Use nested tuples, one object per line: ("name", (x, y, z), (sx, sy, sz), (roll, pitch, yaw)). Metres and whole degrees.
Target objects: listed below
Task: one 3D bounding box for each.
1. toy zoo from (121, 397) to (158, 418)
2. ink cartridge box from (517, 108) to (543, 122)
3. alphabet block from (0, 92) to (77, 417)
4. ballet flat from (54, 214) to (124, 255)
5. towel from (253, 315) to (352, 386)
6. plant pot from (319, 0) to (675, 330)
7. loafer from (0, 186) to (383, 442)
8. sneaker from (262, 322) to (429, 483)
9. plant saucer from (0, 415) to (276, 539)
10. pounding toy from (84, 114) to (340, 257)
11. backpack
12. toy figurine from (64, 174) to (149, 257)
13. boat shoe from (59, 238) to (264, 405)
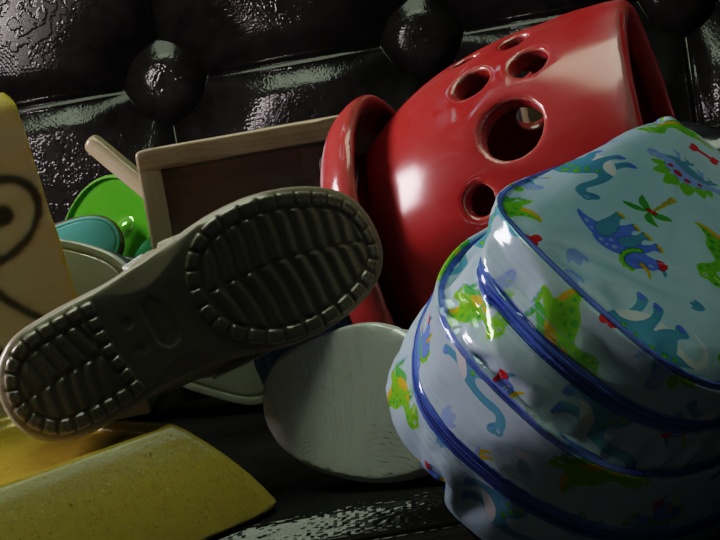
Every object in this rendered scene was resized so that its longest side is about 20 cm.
("toy zoo", (-0.202, 0.081, 1.033), (0.130, 0.021, 0.200), (-10, 7, -2))
("ink cartridge box", (0.143, -0.064, 1.123), (0.075, 0.166, 0.200), (-8, 6, 27))
("alphabet block", (-0.302, 0.020, 0.869), (0.199, 0.197, 0.196), (-25, 17, -38))
("ballet flat", (-0.266, 0.030, 1.131), (0.200, 0.068, 0.068), (-39, -7, -14))
("towel", (0.000, 0.000, 0.915), (0.048, 0.112, 0.200), (-8, 19, 38))
("plant pot", (0.088, -0.024, 0.805), (0.181, 0.202, 0.200), (-17, 4, 19))
("loafer", (-0.083, 0.017, 0.705), (0.199, 0.076, 0.068), (-23, 5, -21))
("sneaker", (0.055, 0.062, 0.711), (0.199, 0.076, 0.088), (-7, -9, 17))
("plant saucer", (-0.175, 0.108, 0.675), (0.199, 0.049, 0.199), (-2, 11, 46))
("pounding toy", (-0.088, -0.026, 1.041), (0.199, 0.185, 0.142), (-10, 1, -4))
("backpack", (0.102, 0.026, 0.547), (0.199, 0.163, 0.154), (-27, -24, -28))
("toy figurine", (-0.150, 0.014, 1.231), (0.183, 0.151, 0.200), (2, -28, -46))
("boat shoe", (-0.130, 0.031, 0.937), (0.199, 0.073, 0.062), (20, 11, 12))
